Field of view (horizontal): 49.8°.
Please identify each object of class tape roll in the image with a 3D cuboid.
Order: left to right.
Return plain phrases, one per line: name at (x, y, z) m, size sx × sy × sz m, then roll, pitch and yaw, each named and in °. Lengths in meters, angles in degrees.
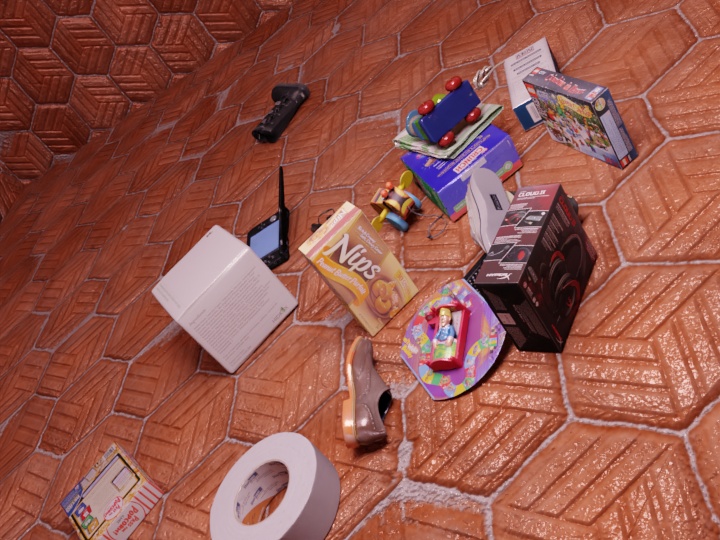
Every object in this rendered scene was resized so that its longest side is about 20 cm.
tape roll at (-0.127, 0.342, 1.139) m, size 0.198 × 0.066 × 0.202 m, roll -28°, pitch 33°, yaw 20°

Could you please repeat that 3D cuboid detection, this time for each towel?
towel at (0.162, -0.278, 1.492) m, size 0.152 × 0.024 × 0.199 m, roll -44°, pitch 31°, yaw -12°

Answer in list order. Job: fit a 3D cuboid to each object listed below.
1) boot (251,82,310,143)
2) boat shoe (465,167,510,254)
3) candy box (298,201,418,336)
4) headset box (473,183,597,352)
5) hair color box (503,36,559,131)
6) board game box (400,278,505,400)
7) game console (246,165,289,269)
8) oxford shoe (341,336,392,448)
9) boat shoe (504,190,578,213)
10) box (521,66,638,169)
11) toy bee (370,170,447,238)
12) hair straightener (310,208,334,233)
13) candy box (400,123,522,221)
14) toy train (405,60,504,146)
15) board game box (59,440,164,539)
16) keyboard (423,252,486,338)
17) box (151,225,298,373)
boot at (-0.252, -0.457, 2.269) m, size 0.163 × 0.066 × 0.202 m, roll 2°, pitch 55°, yaw 50°
boat shoe at (0.208, -0.070, 1.248) m, size 0.070 × 0.069 × 0.203 m, roll 112°, pitch 153°, yaw -48°
candy box at (0.000, 0.000, 1.296) m, size 0.115 × 0.201 × 0.055 m, roll -43°, pitch 32°, yaw -8°
headset box at (0.254, -0.012, 1.089) m, size 0.074 × 0.149 × 0.202 m, roll -2°, pitch 48°, yaw 43°
hair color box at (0.342, -0.366, 1.516) m, size 0.099 × 0.061 × 0.202 m, roll -25°, pitch 35°, yaw 23°
board game box at (0.125, 0.094, 1.164) m, size 0.158 × 0.039 × 0.200 m, roll -49°, pitch 35°, yaw 7°
game console at (-0.215, -0.105, 1.736) m, size 0.174 × 0.117 × 0.202 m, roll -30°, pitch 32°, yaw 16°
oxford shoe at (0.016, 0.184, 1.196) m, size 0.071 × 0.072 × 0.202 m, roll -8°, pitch 44°, yaw 11°
boat shoe at (0.270, -0.094, 1.262) m, size 0.200 × 0.062 × 0.075 m, roll 5°, pitch 94°, yaw 64°
box at (0.361, -0.256, 1.288) m, size 0.038 × 0.137 × 0.200 m, roll -40°, pitch 31°, yaw -2°
toy bee at (0.071, -0.134, 1.465) m, size 0.198 × 0.108 × 0.133 m, roll -8°, pitch 51°, yaw 49°
hair straightener at (-0.048, -0.084, 1.615) m, size 0.077 × 0.041 × 0.200 m, roll -43°, pitch 27°, yaw -5°
candy box at (0.187, -0.206, 1.469) m, size 0.168 × 0.077 × 0.200 m, roll -37°, pitch 30°, yaw 2°
toy train at (0.175, -0.318, 1.449) m, size 0.200 × 0.085 × 0.115 m, roll -42°, pitch 19°, yaw -11°
board game box at (-0.457, 0.417, 1.416) m, size 0.152 × 0.046 × 0.199 m, roll -50°, pitch 33°, yaw -15°
keyboard at (0.176, 0.029, 1.227) m, size 0.201 × 0.040 × 0.104 m, roll -50°, pitch 32°, yaw -13°
box at (-0.272, 0.052, 1.548) m, size 0.200 × 0.172 × 0.198 m, roll -45°, pitch 32°, yaw -10°
